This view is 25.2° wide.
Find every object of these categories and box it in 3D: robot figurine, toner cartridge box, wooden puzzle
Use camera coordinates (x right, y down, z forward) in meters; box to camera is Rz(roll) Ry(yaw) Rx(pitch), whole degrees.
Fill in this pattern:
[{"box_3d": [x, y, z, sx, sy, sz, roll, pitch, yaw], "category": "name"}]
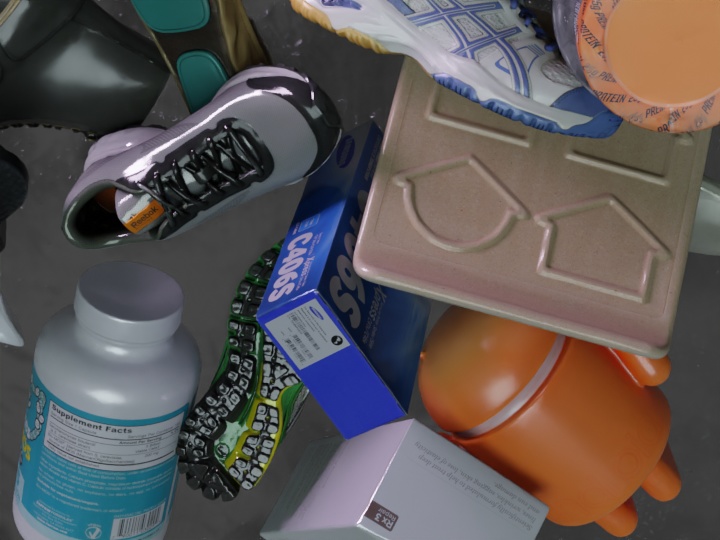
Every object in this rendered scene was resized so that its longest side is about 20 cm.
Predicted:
[{"box_3d": [0.120, 0.084, 1.039, 0.200, 0.117, 0.144, 40, 147, -17], "category": "robot figurine"}, {"box_3d": [0.000, 0.000, 0.953, 0.043, 0.200, 0.095, -24, 115, 23], "category": "toner cartridge box"}, {"box_3d": [0.103, -0.057, 0.934, 0.185, 0.201, 0.046, 15, 158, -3], "category": "wooden puzzle"}]

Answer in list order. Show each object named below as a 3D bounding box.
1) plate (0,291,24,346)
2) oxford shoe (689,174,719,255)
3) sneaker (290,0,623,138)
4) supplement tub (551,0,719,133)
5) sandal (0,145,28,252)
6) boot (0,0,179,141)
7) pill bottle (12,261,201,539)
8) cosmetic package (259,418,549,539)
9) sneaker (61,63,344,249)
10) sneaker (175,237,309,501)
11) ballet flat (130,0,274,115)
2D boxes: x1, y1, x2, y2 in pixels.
[{"box_3d": [-0.315, -0.007, 1.029, 0.199, 0.032, 0.200, 15, 165, -2], "category": "plate"}, {"box_3d": [0.147, -0.036, 0.987, 0.199, 0.058, 0.075, 14, 145, -3], "category": "oxford shoe"}, {"box_3d": [0.062, -0.142, 0.879, 0.200, 0.075, 0.088, 26, 101, 1], "category": "sneaker"}, {"box_3d": [0.161, -0.157, 0.843, 0.122, 0.200, 0.123, 3, 121, 5], "category": "supplement tub"}, {"box_3d": [-0.249, -0.051, 0.991, 0.075, 0.048, 0.200, -1, 167, -18], "category": "sandal"}, {"box_3d": [-0.215, -0.096, 1.004, 0.138, 0.078, 0.200, 31, 128, -24], "category": "boot"}, {"box_3d": [-0.169, 0.095, 1.083, 0.110, 0.111, 0.200, 14, 120, -2], "category": "pill bottle"}, {"box_3d": [0.023, 0.165, 1.054, 0.113, 0.081, 0.200, 34, 159, -14], "category": "cosmetic package"}, {"box_3d": [-0.093, -0.056, 0.936, 0.200, 0.079, 0.074, -20, 116, 34], "category": "sneaker"}, {"box_3d": [-0.058, 0.052, 1.070, 0.078, 0.085, 0.200, 32, 105, 1], "category": "sneaker"}, {"box_3d": [-0.092, -0.149, 0.959, 0.068, 0.063, 0.200, 3, 128, 32], "category": "ballet flat"}]
